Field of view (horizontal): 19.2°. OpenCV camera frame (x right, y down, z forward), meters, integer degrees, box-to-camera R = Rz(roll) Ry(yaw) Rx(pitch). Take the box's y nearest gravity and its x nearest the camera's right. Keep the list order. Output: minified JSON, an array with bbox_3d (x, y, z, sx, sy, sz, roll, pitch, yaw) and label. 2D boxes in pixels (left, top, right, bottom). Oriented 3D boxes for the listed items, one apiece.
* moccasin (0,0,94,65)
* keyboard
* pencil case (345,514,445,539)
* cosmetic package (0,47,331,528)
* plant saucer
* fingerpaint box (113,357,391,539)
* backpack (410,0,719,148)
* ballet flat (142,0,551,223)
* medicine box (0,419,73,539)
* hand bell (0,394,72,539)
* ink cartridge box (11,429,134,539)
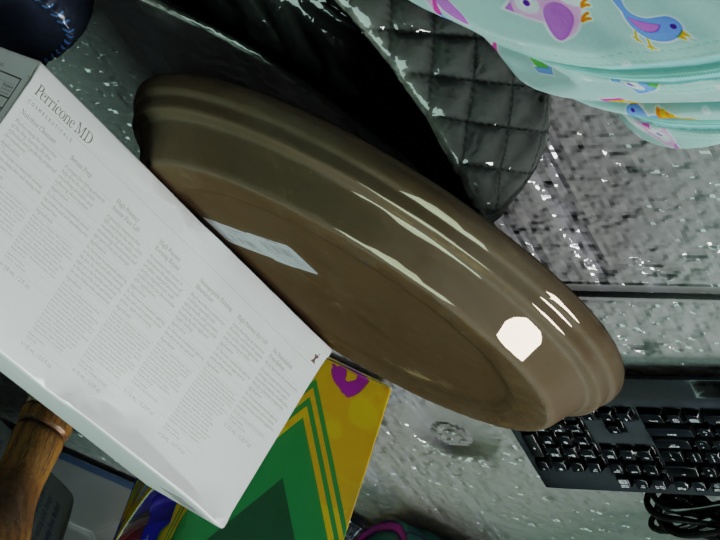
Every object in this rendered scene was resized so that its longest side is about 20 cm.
[{"bbox_3d":[-0.170,-0.069,0.762,0.199,0.069,0.080,-14,135,43],"label":"moccasin"},{"bbox_3d":[0.151,0.083,0.835,0.199,0.040,0.104,-1,143,35],"label":"keyboard"},{"bbox_3d":[0.065,0.200,1.036,0.199,0.085,0.092,34,132,-20],"label":"pencil case"},{"bbox_3d":[-0.092,0.009,0.748,0.050,0.083,0.200,24,164,39],"label":"cosmetic package"},{"bbox_3d":[0.000,0.000,0.745,0.199,0.030,0.200,31,167,8],"label":"plant saucer"},{"bbox_3d":[-0.073,0.141,0.945,0.073,0.168,0.200,24,151,-9],"label":"fingerpaint box"},{"bbox_3d":[0.086,-0.100,0.466,0.126,0.168,0.199,35,154,-33],"label":"backpack"},{"bbox_3d":[-0.027,-0.082,0.659,0.199,0.057,0.066,28,149,-10],"label":"ballet flat"},{"bbox_3d":[-0.269,0.109,0.976,0.182,0.103,0.200,-33,111,20],"label":"medicine box"},{"bbox_3d":[-0.125,0.064,0.819,0.103,0.201,0.104,16,150,10],"label":"hand bell"},{"bbox_3d":[-0.193,0.161,1.148,0.136,0.077,0.200,25,148,-6],"label":"ink cartridge box"}]
